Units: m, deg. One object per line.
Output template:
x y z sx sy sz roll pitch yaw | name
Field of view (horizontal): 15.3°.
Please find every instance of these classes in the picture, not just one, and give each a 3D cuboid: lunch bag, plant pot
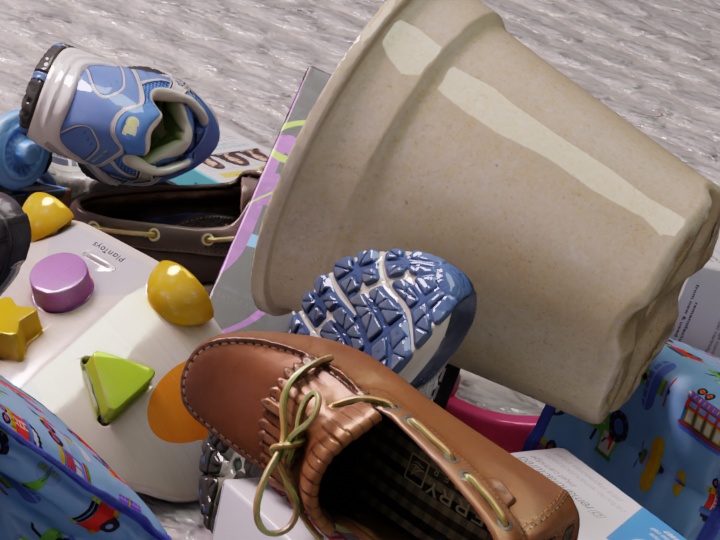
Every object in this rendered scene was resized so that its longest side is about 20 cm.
-0.192 0.061 1.159 0.094 0.200 0.150 -43 42 -10 | lunch bag
0.218 0.098 1.457 0.199 0.094 0.150 6 20 -37 | lunch bag
0.075 -0.024 1.344 0.183 0.201 0.200 29 24 13 | plant pot

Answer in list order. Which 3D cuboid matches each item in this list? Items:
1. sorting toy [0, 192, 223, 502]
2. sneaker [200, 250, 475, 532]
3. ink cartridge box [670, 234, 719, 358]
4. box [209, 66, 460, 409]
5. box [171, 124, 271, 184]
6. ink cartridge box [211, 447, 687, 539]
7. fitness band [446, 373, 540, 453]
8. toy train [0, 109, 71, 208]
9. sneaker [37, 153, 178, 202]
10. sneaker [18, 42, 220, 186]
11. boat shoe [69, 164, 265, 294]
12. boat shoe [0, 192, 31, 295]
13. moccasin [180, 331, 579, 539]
-0.180 0.060 1.360 0.200 0.107 0.180 26 44 33 | sorting toy
0.003 0.060 1.289 0.085 0.200 0.077 12 49 -33 | sneaker
0.210 0.015 1.629 0.200 0.084 0.146 10 19 -40 | ink cartridge box
0.000 0.000 1.463 0.143 0.036 0.200 22 65 0 | box
-0.081 -0.047 1.721 0.200 0.049 0.082 28 26 36 | box
0.047 0.153 1.222 0.199 0.084 0.145 -3 25 -34 | ink cartridge box
0.079 0.052 1.575 0.143 0.038 0.200 2 24 -27 | fitness band
-0.252 -0.033 1.494 0.087 0.115 0.200 14 16 39 | toy train
-0.203 -0.049 1.644 0.199 0.077 0.085 16 12 -15 | sneaker
-0.122 -0.076 1.533 0.077 0.076 0.200 23 6 18 | sneaker
-0.065 -0.025 1.517 0.199 0.060 0.072 -7 32 2 | boat shoe
-0.223 0.004 1.303 0.060 0.074 0.200 -27 -1 -34 | boat shoe
-0.003 0.085 1.165 0.201 0.074 0.078 34 22 29 | moccasin
